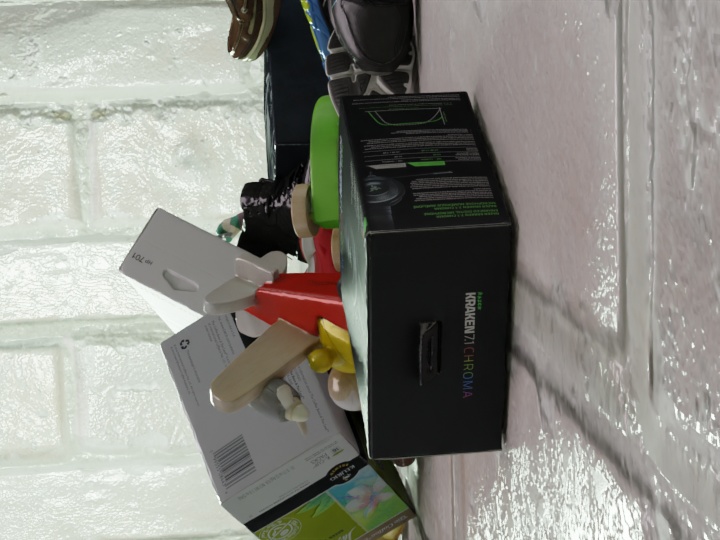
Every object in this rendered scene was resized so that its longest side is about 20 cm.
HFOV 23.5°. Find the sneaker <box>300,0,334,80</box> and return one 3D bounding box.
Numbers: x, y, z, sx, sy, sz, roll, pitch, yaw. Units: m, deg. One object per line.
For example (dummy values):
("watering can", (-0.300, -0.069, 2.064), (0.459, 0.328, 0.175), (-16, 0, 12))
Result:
("sneaker", (-0.003, -0.227, 1.676), (0.071, 0.082, 0.200), (-107, -2, -46))

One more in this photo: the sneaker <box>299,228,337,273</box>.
("sneaker", (0.000, 0.000, 1.721), (0.115, 0.078, 0.201), (30, 133, 28))

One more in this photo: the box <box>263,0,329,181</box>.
("box", (-0.043, -0.160, 1.898), (0.197, 0.123, 0.201), (98, 168, -56))

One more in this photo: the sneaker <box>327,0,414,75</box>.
("sneaker", (0.011, -0.266, 1.456), (0.079, 0.075, 0.202), (-157, 64, -82))

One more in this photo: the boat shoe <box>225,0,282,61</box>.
("boat shoe", (-0.118, -0.299, 1.791), (0.203, 0.074, 0.075), (116, 153, -47))

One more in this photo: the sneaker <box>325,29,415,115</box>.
("sneaker", (0.017, -0.202, 1.553), (0.084, 0.080, 0.201), (64, -156, -55))

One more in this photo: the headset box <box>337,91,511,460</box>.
("headset box", (0.040, 0.004, 1.143), (0.201, 0.092, 0.175), (-101, 9, -57))

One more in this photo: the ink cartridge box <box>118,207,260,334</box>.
("ink cartridge box", (-0.152, 0.032, 1.847), (0.086, 0.146, 0.200), (-58, -21, -14))

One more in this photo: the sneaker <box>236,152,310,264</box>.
("sneaker", (-0.081, -0.068, 1.787), (0.201, 0.103, 0.060), (98, -163, -50))

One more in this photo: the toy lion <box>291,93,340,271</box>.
("toy lion", (-0.005, -0.106, 1.600), (0.200, 0.068, 0.193), (41, -133, -69))

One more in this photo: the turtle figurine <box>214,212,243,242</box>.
("turtle figurine", (-0.081, -0.033, 2.005), (0.150, 0.199, 0.101), (46, 119, 18))

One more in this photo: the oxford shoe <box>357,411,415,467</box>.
("oxford shoe", (0.019, 0.124, 1.619), (0.200, 0.071, 0.074), (-111, 14, -74))

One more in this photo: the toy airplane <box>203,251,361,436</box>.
("toy airplane", (-0.030, 0.052, 1.426), (0.199, 0.198, 0.142), (-112, 4, -70))

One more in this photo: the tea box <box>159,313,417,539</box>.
("tea box", (-0.067, 0.152, 1.645), (0.197, 0.133, 0.201), (50, -169, -50))

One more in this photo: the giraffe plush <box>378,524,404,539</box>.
("giraffe plush", (-0.020, 0.301, 1.814), (0.200, 0.171, 0.163), (15, -86, -84))
